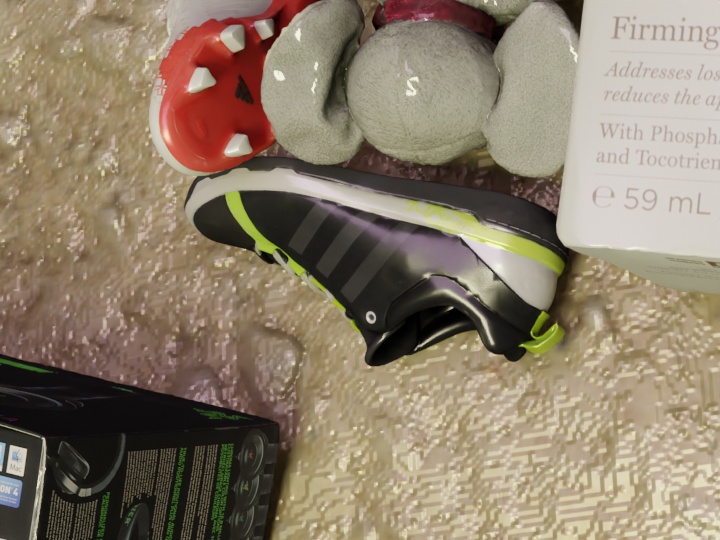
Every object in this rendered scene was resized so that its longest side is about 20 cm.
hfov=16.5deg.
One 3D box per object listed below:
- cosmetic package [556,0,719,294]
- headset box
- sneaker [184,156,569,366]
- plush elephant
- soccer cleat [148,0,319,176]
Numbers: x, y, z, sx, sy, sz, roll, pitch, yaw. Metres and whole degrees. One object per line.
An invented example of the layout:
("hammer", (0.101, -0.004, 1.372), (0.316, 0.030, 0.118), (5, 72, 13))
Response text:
("cosmetic package", (0.192, -0.090, 1.007), (0.167, 0.166, 0.200), (5, 85, 26))
("headset box", (-0.156, 0.097, 1.115), (0.174, 0.200, 0.093), (11, 94, 29))
("sneaker", (0.000, 0.000, 1.142), (0.200, 0.072, 0.083), (8, 79, 28))
("plush elephant", (0.046, -0.114, 1.117), (0.164, 0.200, 0.155), (15, 97, 22))
("soccer cleat", (-0.063, -0.107, 1.178), (0.085, 0.069, 0.200), (-12, 34, 33))
